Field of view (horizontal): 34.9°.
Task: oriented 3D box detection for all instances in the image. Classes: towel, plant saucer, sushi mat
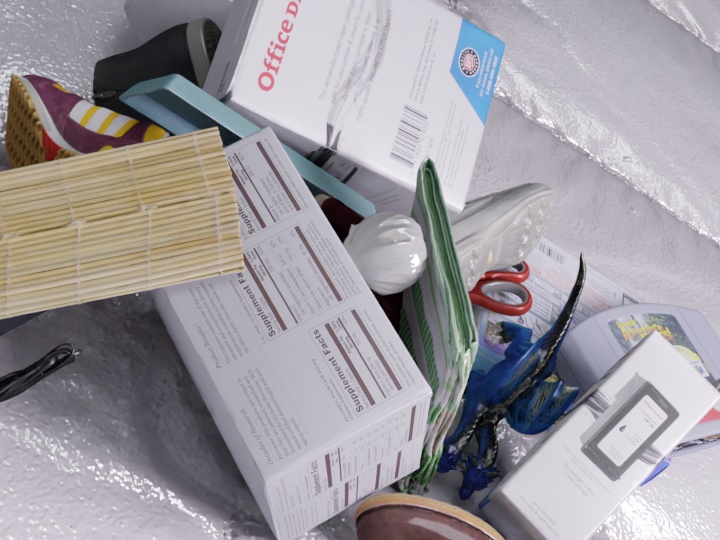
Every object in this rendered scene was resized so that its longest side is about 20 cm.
[{"bbox_3d":[0.039,0.047,0.791,0.023,0.201,0.154,-2,54,-10],"label":"towel"},{"bbox_3d":[-0.074,-0.081,0.813,0.199,0.070,0.019,31,72,-35],"label":"plant saucer"},{"bbox_3d":[-0.169,-0.024,0.672,0.197,0.012,0.097,-11,64,-2],"label":"sushi mat"}]

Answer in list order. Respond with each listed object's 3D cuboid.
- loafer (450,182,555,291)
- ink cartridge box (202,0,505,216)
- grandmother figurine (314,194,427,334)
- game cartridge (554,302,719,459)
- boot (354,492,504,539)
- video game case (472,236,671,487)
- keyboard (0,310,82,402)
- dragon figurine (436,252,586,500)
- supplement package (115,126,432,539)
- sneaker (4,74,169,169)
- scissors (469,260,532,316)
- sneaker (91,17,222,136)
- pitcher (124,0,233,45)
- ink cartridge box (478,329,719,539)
[{"bbox_3d":[0.091,-0.031,0.936,0.069,0.071,0.199,29,37,29],"label":"loafer"},{"bbox_3d":[-0.006,-0.140,0.852,0.198,0.084,0.146,24,72,-24],"label":"ink cartridge box"},{"bbox_3d":[0.000,0.000,0.800,0.060,0.200,0.122,-35,91,-17],"label":"grandmother figurine"},{"bbox_3d":[0.253,0.091,0.972,0.198,0.041,0.134,-4,52,-39],"label":"game cartridge"},{"bbox_3d":[0.065,0.247,0.716,0.199,0.072,0.167,36,37,-9],"label":"boot"},{"bbox_3d":[0.184,0.065,1.004,0.199,0.046,0.182,32,39,-9],"label":"video game case"},{"bbox_3d":[-0.226,0.028,0.670,0.199,0.021,0.128,-30,69,-17],"label":"keyboard"},{"bbox_3d":[0.122,0.085,0.862,0.059,0.200,0.100,43,7,-16],"label":"dragon figurine"},{"bbox_3d":[-0.054,0.046,0.729,0.110,0.156,0.201,-26,67,-12],"label":"supplement package"},{"bbox_3d":[-0.183,-0.081,0.808,0.089,0.076,0.200,-9,37,-36],"label":"sneaker"},{"bbox_3d":[0.050,0.012,0.943,0.197,0.014,0.074,-1,43,-12],"label":"scissors"},{"bbox_3d":[-0.136,-0.084,0.893,0.075,0.105,0.203,-1,77,-72],"label":"sneaker"},{"bbox_3d":[-0.104,-0.176,0.967,0.199,0.121,0.173,36,44,-22],"label":"pitcher"},{"bbox_3d":[0.181,0.118,0.822,0.200,0.116,0.068,-42,79,-13],"label":"ink cartridge box"}]
